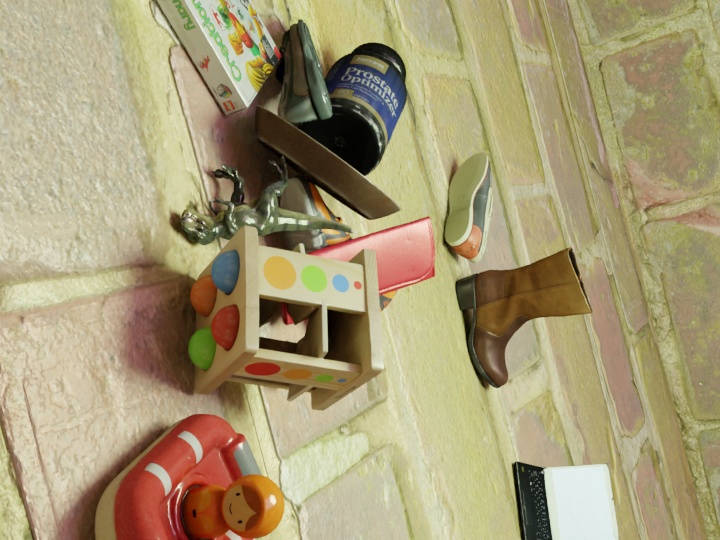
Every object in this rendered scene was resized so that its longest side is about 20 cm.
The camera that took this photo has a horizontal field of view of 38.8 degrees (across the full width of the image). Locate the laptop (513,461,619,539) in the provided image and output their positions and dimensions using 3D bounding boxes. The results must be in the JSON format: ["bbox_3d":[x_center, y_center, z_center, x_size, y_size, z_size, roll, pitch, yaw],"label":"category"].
[{"bbox_3d":[0.344,0.405,1.690,0.200,0.103,0.178,27,54,-56],"label":"laptop"}]

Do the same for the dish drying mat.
[{"bbox_3d":[0.000,0.000,1.148,0.199,0.018,0.077,-17,112,-27],"label":"dish drying mat"}]

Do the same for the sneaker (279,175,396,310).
[{"bbox_3d":[-0.019,-0.031,1.185,0.112,0.078,0.201,-28,118,-23],"label":"sneaker"}]

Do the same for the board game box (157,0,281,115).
[{"bbox_3d":[-0.164,-0.287,1.122,0.200,0.035,0.126,60,31,-29],"label":"board game box"}]

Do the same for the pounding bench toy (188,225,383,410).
[{"bbox_3d":[-0.096,0.063,1.000,0.156,0.200,0.125,11,61,-27],"label":"pounding bench toy"}]

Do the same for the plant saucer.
[{"bbox_3d":[-0.044,-0.114,1.157,0.035,0.200,0.200,-55,143,1],"label":"plant saucer"}]

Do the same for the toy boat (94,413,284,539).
[{"bbox_3d":[-0.123,0.202,0.853,0.131,0.130,0.200,68,27,-14],"label":"toy boat"}]

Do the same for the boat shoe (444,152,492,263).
[{"bbox_3d":[0.185,-0.105,1.663,0.063,0.071,0.200,39,48,-31],"label":"boat shoe"}]

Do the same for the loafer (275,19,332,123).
[{"bbox_3d":[-0.079,-0.240,1.226,0.200,0.063,0.072,-104,174,-52],"label":"loafer"}]

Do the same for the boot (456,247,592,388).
[{"bbox_3d":[0.265,0.077,1.590,0.068,0.199,0.189,0,77,-63],"label":"boot"}]

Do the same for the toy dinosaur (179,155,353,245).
[{"bbox_3d":[-0.106,-0.071,1.073,0.199,0.047,0.088,-5,72,-32],"label":"toy dinosaur"}]

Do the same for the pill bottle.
[{"bbox_3d":[-0.003,-0.212,1.314,0.112,0.112,0.200,60,30,-28],"label":"pill bottle"}]
